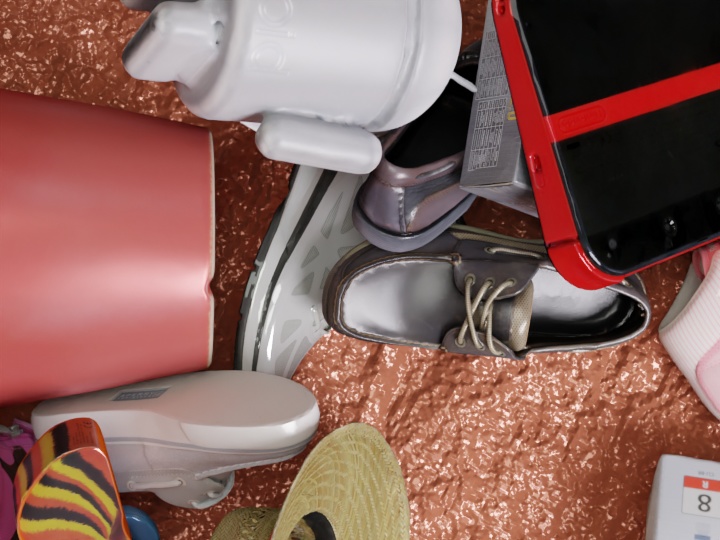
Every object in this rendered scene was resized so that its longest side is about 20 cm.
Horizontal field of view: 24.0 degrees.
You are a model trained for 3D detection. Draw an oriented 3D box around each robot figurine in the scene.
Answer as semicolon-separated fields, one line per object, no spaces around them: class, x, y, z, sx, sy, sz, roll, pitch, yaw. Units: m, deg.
robot figurine;-0.029;-0.134;0.921;0.199;0.113;0.170;1;76;-27

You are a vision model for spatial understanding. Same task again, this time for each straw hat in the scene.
straw hat;-0.047;0.182;0.958;0.085;0.201;0.202;4;80;27

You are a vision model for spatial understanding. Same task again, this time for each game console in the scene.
game console;0.164;-0.093;0.970;0.200;0.031;0.178;-20;95;-39

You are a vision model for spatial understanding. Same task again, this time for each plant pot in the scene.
plant pot;-0.174;-0.013;0.980;0.177;0.200;0.201;1;81;-7

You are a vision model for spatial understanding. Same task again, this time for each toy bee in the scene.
toy bee;-0.155;0.188;0.949;0.108;0.131;0.201;-25;97;-5

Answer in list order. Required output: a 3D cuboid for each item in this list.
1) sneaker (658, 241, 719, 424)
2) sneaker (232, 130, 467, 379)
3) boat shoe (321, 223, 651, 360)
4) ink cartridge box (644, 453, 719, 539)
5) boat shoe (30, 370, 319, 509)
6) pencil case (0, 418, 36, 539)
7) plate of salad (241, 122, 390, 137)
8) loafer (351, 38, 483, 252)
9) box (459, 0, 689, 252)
sneaker;0.263;-0.001;1.007;0.200;0.075;0.105;-43;87;0
sneaker;0.000;0.000;1.019;0.115;0.076;0.201;18;80;7
boat shoe;0.078;0.013;0.984;0.199;0.073;0.075;-4;105;-16
ink cartridge box;0.236;0.206;0.947;0.162;0.050;0.200;9;49;4
boat shoe;-0.106;0.104;0.981;0.199;0.072;0.069;-6;109;27
pencil case;-0.232;0.123;0.947;0.091;0.200;0.094;31;85;7
plate of salad;-0.032;-0.171;1.013;0.199;0.048;0.201;3;85;-28
loafer;0.068;-0.091;0.998;0.072;0.063;0.200;30;55;18
box;0.143;-0.124;1.000;0.158;0.048;0.201;18;77;-38
